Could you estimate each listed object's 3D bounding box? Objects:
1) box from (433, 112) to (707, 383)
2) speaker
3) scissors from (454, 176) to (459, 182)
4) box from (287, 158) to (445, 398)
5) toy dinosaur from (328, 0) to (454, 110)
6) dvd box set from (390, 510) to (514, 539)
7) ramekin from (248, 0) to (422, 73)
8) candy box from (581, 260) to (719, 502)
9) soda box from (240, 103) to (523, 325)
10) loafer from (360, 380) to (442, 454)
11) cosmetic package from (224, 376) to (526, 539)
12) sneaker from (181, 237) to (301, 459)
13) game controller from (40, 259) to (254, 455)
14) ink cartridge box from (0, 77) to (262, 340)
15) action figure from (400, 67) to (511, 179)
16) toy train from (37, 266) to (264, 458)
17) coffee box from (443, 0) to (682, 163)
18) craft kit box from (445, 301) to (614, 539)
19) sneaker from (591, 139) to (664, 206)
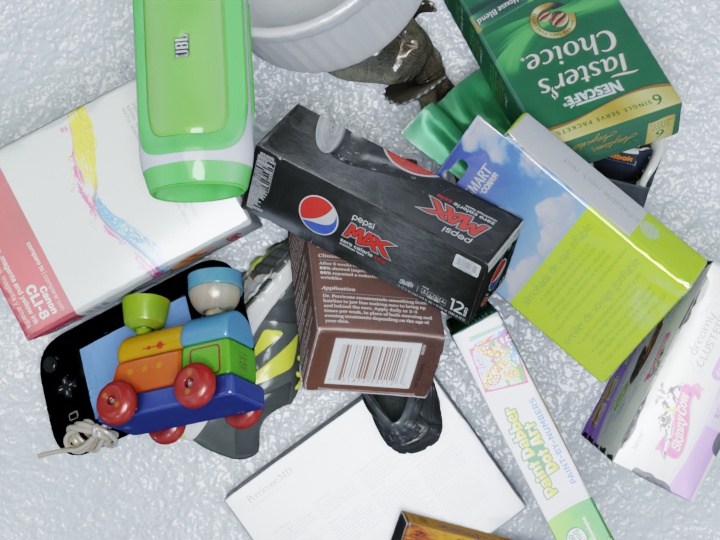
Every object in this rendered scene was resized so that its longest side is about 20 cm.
[{"bbox_3d":[0.144,-0.023,1.506,0.200,0.048,0.122,40,130,4],"label":"box"},{"bbox_3d":[-0.124,-0.155,1.476,0.088,0.088,0.202,-4,81,0],"label":"speaker"},{"bbox_3d":[0.130,-0.149,1.654,0.073,0.014,0.202,13,90,2],"label":"scissors"},{"bbox_3d":[0.000,0.000,1.543,0.099,0.201,0.075,5,136,-11],"label":"box"},{"bbox_3d":[0.003,-0.190,1.620,0.199,0.077,0.103,22,79,-5],"label":"toy dinosaur"},{"bbox_3d":[0.104,0.287,1.621,0.199,0.029,0.147,17,101,-14],"label":"dvd box set"},{"bbox_3d":[-0.038,-0.253,1.572,0.199,0.098,0.202,-8,67,20],"label":"ramekin"},{"bbox_3d":[0.250,0.080,1.564,0.071,0.200,0.169,27,92,-1],"label":"candy box"},{"bbox_3d":[0.016,-0.043,1.493,0.199,0.071,0.064,28,132,13],"label":"soda box"},{"bbox_3d":[0.018,0.047,1.594,0.068,0.070,0.202,-21,61,10],"label":"loafer"},{"bbox_3d":[0.012,0.187,1.640,0.199,0.052,0.151,-35,93,0],"label":"cosmetic package"},{"bbox_3d":[-0.077,0.063,1.636,0.084,0.074,0.201,34,90,-21],"label":"sneaker"},{"bbox_3d":[-0.171,0.071,1.601,0.199,0.042,0.105,-27,57,23],"label":"game controller"},{"bbox_3d":[-0.196,-0.055,1.586,0.199,0.145,0.145,-28,90,1],"label":"ink cartridge box"},{"bbox_3d":[0.137,-0.066,1.574,0.118,0.055,0.200,-39,77,-25],"label":"action figure"},{"bbox_3d":[-0.170,0.071,1.544,0.199,0.085,0.117,-13,67,26],"label":"toy train"},{"bbox_3d":[0.157,-0.173,1.578,0.122,0.044,0.201,-17,58,-10],"label":"coffee box"},{"bbox_3d":[0.130,0.122,1.565,0.048,0.200,0.198,-30,90,2],"label":"craft kit box"},{"bbox_3d":[0.195,-0.066,1.623,0.078,0.079,0.202,12,93,-2],"label":"sneaker"}]
